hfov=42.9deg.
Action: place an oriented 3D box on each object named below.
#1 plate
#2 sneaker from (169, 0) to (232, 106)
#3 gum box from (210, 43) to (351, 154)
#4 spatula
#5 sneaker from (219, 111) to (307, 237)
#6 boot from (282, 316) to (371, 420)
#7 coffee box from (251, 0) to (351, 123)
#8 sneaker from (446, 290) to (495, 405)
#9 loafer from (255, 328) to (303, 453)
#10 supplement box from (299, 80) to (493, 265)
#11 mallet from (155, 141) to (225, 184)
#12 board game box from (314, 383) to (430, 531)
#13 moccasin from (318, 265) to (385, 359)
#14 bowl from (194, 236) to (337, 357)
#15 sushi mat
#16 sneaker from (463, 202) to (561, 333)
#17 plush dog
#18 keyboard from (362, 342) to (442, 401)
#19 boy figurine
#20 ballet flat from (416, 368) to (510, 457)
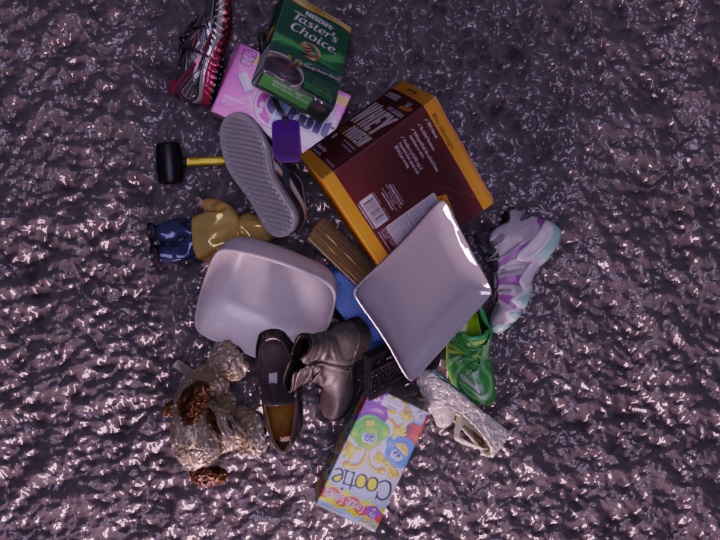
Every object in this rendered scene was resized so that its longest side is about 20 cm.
[{"bbox_3d":[0.090,0.028,1.341,0.200,0.032,0.200,-45,126,-18],"label":"plate"},{"bbox_3d":[-0.243,-0.358,1.409,0.074,0.081,0.201,12,91,-2],"label":"sneaker"},{"bbox_3d":[-0.128,-0.258,1.425,0.200,0.066,0.114,24,91,-4],"label":"gum box"},{"bbox_3d":[-0.127,-0.261,1.373,0.056,0.021,0.201,-11,85,-44],"label":"spatula"},{"bbox_3d":[-0.146,-0.147,1.397,0.078,0.079,0.200,-23,94,22],"label":"sneaker"},{"bbox_3d":[-0.066,0.158,1.384,0.130,0.068,0.200,-15,134,-37],"label":"boot"},{"bbox_3d":[-0.084,-0.322,1.367,0.123,0.044,0.200,27,47,-18],"label":"coffee box"},{"bbox_3d":[0.171,0.120,1.448,0.074,0.084,0.201,-13,93,-4],"label":"sneaker"},{"bbox_3d":[-0.121,0.186,1.402,0.073,0.072,0.200,-8,115,3],"label":"loafer"},{"bbox_3d":[0.054,-0.139,1.376,0.200,0.133,0.197,-36,118,-3],"label":"supplement box"},{"bbox_3d":[-0.221,-0.163,1.439,0.199,0.041,0.066,4,90,-8],"label":"mallet"},{"bbox_3d":[0.016,0.284,1.432,0.103,0.105,0.200,25,89,-4],"label":"board game box"},{"bbox_3d":[0.008,0.074,1.444,0.080,0.068,0.200,-30,90,-1],"label":"moccasin"},{"bbox_3d":[-0.139,0.040,1.398,0.200,0.075,0.200,20,129,-4],"label":"bowl"},{"bbox_3d":[0.000,0.000,1.433,0.200,0.096,0.012,44,120,-4],"label":"sushi mat"},{"bbox_3d":[0.216,-0.012,1.457,0.140,0.078,0.200,28,80,-3],"label":"sneaker"},{"bbox_3d":[-0.238,0.224,1.371,0.160,0.172,0.201,-10,108,5],"label":"plush dog"},{"bbox_3d":[0.070,0.114,1.399,0.021,0.200,0.127,7,106,36],"label":"keyboard"},{"bbox_3d":[-0.229,-0.059,1.426,0.199,0.064,0.125,-11,74,-6],"label":"boy figurine"},{"bbox_3d":[0.156,0.229,1.429,0.200,0.072,0.072,38,89,-23],"label":"ballet flat"}]
